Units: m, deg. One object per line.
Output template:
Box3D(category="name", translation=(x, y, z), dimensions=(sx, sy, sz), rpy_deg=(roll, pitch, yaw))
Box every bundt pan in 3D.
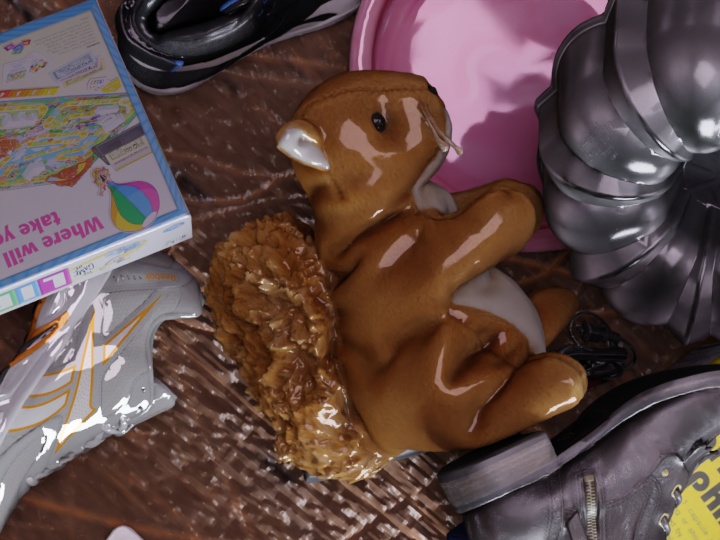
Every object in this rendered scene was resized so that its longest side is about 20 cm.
Box3D(category="bundt pan", translation=(0.178, -0.043, 0.982), dimensions=(0.200, 0.076, 0.203), rpy_deg=(7, 125, 10))

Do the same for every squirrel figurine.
Box3D(category="squirrel figurine", translation=(0.000, 0.000, 1.031), dimensions=(0.199, 0.142, 0.188), rpy_deg=(-27, 104, 19))

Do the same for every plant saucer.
Box3D(category="plant saucer", translation=(0.089, -0.109, 1.122), dimensions=(0.198, 0.051, 0.203), rpy_deg=(1, 85, -7))

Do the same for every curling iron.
Box3D(category="curling iron", translation=(0.059, 0.074, 1.109), dimensions=(0.198, 0.026, 0.050), rpy_deg=(-21, 124, -5))

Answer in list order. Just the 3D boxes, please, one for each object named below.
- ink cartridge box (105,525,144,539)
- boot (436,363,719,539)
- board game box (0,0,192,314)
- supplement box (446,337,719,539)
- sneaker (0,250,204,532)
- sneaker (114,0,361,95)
Box3D(category="ink cartridge box", translation=(-0.086, 0.240, 1.054), dimensions=(0.200, 0.067, 0.117), rpy_deg=(41, 81, -2))
Box3D(category="boot", translation=(0.143, 0.149, 0.991), dimensions=(0.198, 0.069, 0.175), rpy_deg=(-22, 90, -2))
Box3D(category="board game box", translation=(-0.203, -0.044, 1.033), dimensions=(0.199, 0.034, 0.135), rpy_deg=(-22, 73, -10))
Box3D(category="supplement box", translation=(0.162, 0.130, 1.078), dimensions=(0.199, 0.109, 0.110), rpy_deg=(-35, 89, -9))
Box3D(category="sneaker", translation=(-0.150, 0.072, 1.063), dimensions=(0.091, 0.076, 0.201), rpy_deg=(29, 82, -8))
Box3D(category="sneaker", translation=(-0.040, -0.164, 1.079), dimensions=(0.199, 0.112, 0.073), rpy_deg=(-35, 90, -9))
